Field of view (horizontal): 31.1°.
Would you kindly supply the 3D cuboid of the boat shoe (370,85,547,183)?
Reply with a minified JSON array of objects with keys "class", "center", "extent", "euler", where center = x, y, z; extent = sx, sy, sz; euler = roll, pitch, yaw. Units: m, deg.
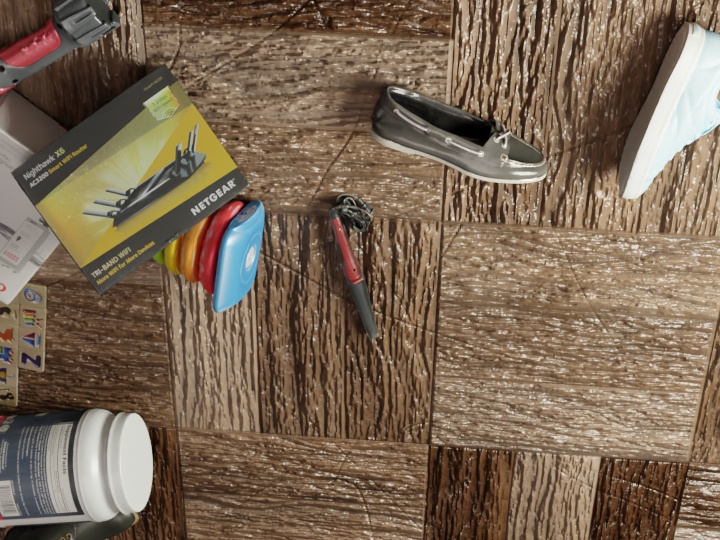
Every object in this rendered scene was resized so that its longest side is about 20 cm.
[{"class":"boat shoe","center":[0.108,-0.144,1.375],"extent":[0.198,0.067,0.057],"euler":[15,129,0]}]

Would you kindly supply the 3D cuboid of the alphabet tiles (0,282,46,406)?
[{"class":"alphabet tiles","center":[-0.478,0.086,1.624],"extent":[0.165,0.008,0.202],"euler":[11,124,-2]}]

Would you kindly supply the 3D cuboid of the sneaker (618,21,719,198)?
[{"class":"sneaker","center":[0.334,-0.152,1.342],"extent":[0.081,0.074,0.201],"euler":[18,124,-3]}]

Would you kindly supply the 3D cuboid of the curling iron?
[{"class":"curling iron","center":[0.000,0.000,1.505],"extent":[0.049,0.026,0.202],"euler":[-2,124,11]}]

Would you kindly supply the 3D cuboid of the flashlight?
[{"class":"flashlight","center":[-0.355,-0.237,1.362],"extent":[0.199,0.068,0.068],"euler":[-27,99,21]}]

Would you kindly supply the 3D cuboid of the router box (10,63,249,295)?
[{"class":"router box","center":[-0.242,-0.096,1.371],"extent":[0.199,0.052,0.158],"euler":[-37,97,-7]}]

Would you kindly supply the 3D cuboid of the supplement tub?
[{"class":"supplement tub","center":[-0.377,0.250,1.642],"extent":[0.198,0.141,0.142],"euler":[-5,123,9]}]

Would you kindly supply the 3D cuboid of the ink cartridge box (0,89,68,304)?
[{"class":"ink cartridge box","center":[-0.397,-0.079,1.459],"extent":[0.146,0.083,0.200],"euler":[36,119,-18]}]

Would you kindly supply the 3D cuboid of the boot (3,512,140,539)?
[{"class":"boot","center":[-0.398,0.381,1.733],"extent":[0.198,0.139,0.078],"euler":[-19,120,17]}]

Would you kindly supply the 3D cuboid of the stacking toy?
[{"class":"stacking toy","center":[-0.214,-0.044,1.468],"extent":[0.198,0.116,0.111],"euler":[17,119,11]}]
